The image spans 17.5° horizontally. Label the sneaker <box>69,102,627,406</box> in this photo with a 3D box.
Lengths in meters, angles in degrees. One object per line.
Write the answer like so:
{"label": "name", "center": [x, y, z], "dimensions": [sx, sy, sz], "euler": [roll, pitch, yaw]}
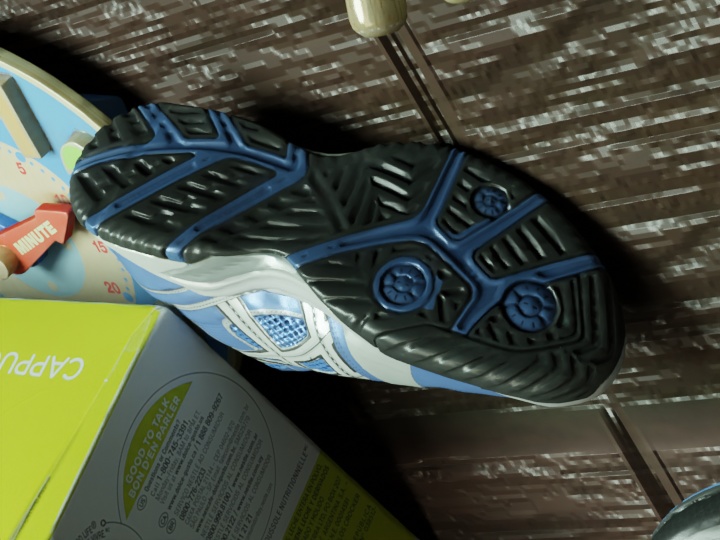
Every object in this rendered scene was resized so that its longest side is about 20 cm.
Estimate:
{"label": "sneaker", "center": [0.000, 0.000, 0.793], "dimensions": [0.200, 0.076, 0.077], "euler": [21, 156, 24]}

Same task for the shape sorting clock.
{"label": "shape sorting clock", "center": [-0.132, -0.012, 0.925], "dimensions": [0.200, 0.039, 0.200], "euler": [26, 140, 24]}

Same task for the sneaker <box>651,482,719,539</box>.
{"label": "sneaker", "center": [0.164, 0.124, 0.724], "dimensions": [0.200, 0.083, 0.071], "euler": [29, 130, 39]}

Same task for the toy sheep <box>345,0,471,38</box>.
{"label": "toy sheep", "center": [0.044, -0.133, 0.566], "dimensions": [0.200, 0.138, 0.138], "euler": [-7, 122, 30]}

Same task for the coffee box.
{"label": "coffee box", "center": [-0.126, 0.141, 0.889], "dimensions": [0.200, 0.200, 0.198], "euler": [2, 148, 42]}
